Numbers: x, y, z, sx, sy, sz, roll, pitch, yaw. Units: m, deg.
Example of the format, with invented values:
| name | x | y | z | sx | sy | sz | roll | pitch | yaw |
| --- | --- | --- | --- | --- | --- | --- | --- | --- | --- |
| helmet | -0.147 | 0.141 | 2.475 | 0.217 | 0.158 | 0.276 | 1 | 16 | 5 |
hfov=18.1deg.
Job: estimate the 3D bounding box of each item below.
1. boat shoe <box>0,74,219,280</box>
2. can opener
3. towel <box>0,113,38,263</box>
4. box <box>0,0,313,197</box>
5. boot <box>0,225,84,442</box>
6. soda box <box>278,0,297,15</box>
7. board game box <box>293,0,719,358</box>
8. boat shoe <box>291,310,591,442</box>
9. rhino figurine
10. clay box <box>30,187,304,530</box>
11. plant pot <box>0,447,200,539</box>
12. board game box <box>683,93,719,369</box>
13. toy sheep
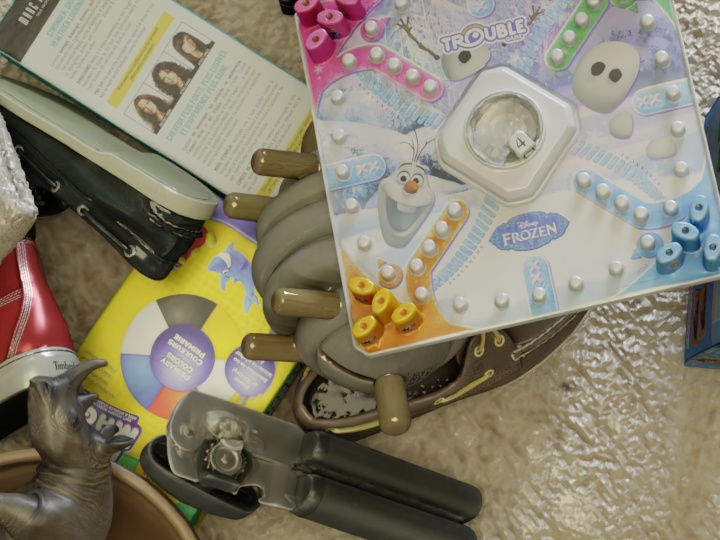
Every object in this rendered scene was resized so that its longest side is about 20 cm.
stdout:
| name | x | y | z | sx | sy | sz | roll | pitch | yaw |
| --- | --- | --- | --- | --- | --- | --- | --- | --- | --- |
| boat shoe | -0.171 | -0.056 | 1.319 | 0.199 | 0.074 | 0.066 | 30 | 103 | 24 |
| can opener | -0.028 | 0.124 | 1.296 | 0.199 | 0.067 | 0.054 | 22 | 58 | -22 |
| towel | -0.252 | -0.052 | 1.288 | 0.133 | 0.034 | 0.200 | -46 | 44 | 18 |
| box | -0.116 | -0.113 | 1.345 | 0.199 | 0.049 | 0.083 | 33 | 86 | 6 |
| boot | -0.259 | 0.041 | 1.321 | 0.199 | 0.072 | 0.145 | -28 | 68 | 22 |
| soda box | -0.021 | -0.257 | 1.342 | 0.063 | 0.071 | 0.202 | -1 | 85 | 2 |
| board game box | 0.075 | -0.073 | 1.167 | 0.199 | 0.026 | 0.201 | -13 | 73 | 8 |
| boat shoe | 0.051 | 0.042 | 1.315 | 0.199 | 0.060 | 0.072 | -26 | 83 | 1 |
| rhino figurine | -0.182 | 0.139 | 1.227 | 0.087 | 0.060 | 0.201 | 26 | 85 | -14 |
| clay box | -0.106 | 0.062 | 1.329 | 0.115 | 0.048 | 0.201 | 33 | 86 | 6 |
| plant pot | -0.175 | 0.202 | 1.298 | 0.199 | 0.093 | 0.202 | 0 | 85 | 3 |
| board game box | 0.208 | -0.026 | 1.242 | 0.036 | 0.200 | 0.152 | 5 | 85 | 2 |
| toy sheep | 0.000 | 0.000 | 1.241 | 0.137 | 0.138 | 0.201 | -8 | 64 | 3 |
